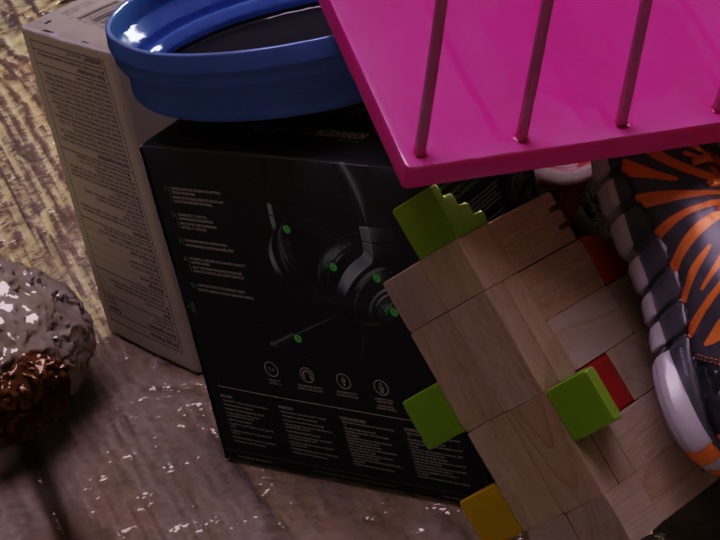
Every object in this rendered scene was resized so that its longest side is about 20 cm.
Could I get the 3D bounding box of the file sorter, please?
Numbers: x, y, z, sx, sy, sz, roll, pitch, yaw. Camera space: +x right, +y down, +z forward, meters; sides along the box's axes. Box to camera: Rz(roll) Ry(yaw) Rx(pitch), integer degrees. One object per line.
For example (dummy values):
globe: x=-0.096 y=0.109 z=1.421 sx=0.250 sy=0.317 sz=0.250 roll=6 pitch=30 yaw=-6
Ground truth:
file sorter: x=0.098 y=-0.140 z=0.977 sx=0.200 sy=0.125 sz=0.139 roll=-9 pitch=48 yaw=-16

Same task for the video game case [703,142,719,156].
video game case: x=0.203 y=-0.041 z=1.107 sx=0.200 sy=0.182 sz=0.023 roll=20 pitch=67 yaw=28

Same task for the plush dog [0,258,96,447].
plush dog: x=-0.234 y=0.030 z=1.280 sx=0.172 sy=0.161 sz=0.200 roll=10 pitch=25 yaw=-5

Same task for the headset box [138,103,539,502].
headset box: x=0.000 y=0.000 z=1.134 sx=0.174 sy=0.200 sz=0.093 roll=6 pitch=32 yaw=37

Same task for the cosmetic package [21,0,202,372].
cosmetic package: x=-0.116 y=-0.054 z=1.303 sx=0.073 sy=0.200 sz=0.104 roll=-29 pitch=30 yaw=-28

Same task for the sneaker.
sneaker: x=0.175 y=-0.017 z=1.003 sx=0.112 sy=0.078 sz=0.200 roll=-31 pitch=60 yaw=30

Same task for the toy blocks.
toy blocks: x=0.102 y=0.040 z=1.032 sx=0.100 sy=0.200 sz=0.137 roll=-32 pitch=-3 yaw=42

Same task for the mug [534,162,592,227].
mug: x=0.061 y=-0.086 z=1.257 sx=0.177 sy=0.134 sz=0.200 roll=21 pitch=-16 yaw=-33

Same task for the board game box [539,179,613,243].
board game box: x=0.122 y=-0.063 z=1.291 sx=0.023 sy=0.105 sz=0.200 roll=-29 pitch=36 yaw=-29

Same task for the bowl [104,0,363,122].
bowl: x=-0.024 y=-0.122 z=1.120 sx=0.200 sy=0.039 sz=0.201 roll=-10 pitch=22 yaw=4
